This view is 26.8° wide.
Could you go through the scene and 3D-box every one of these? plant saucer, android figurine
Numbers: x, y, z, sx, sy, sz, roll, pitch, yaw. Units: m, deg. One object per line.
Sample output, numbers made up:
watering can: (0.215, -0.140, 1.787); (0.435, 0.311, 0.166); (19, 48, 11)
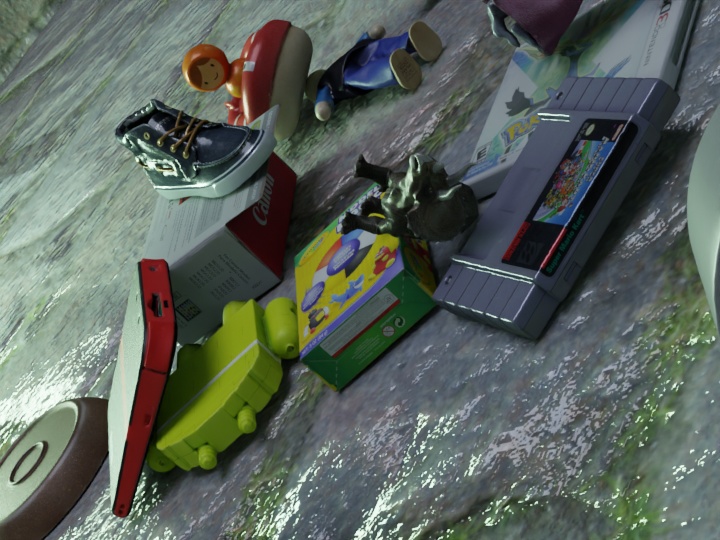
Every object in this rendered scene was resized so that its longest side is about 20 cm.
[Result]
plant saucer: (-0.321, 0.200, 1.502); (0.200, 0.034, 0.201); (-39, 24, 21)
android figurine: (-0.120, 0.100, 1.301); (0.182, 0.041, 0.200); (-43, 22, 9)

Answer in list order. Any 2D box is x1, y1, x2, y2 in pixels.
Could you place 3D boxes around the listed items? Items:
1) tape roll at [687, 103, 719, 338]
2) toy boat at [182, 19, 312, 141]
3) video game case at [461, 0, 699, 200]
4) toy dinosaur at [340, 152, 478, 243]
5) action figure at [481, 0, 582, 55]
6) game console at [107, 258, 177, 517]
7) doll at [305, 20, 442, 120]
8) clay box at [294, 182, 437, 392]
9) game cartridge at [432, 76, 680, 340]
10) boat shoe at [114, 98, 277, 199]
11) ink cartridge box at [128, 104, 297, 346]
tape roll: (0.244, -0.020, 0.648); (0.200, 0.200, 0.066); (-37, 24, 22)
toy boat: (-0.132, -0.213, 1.659); (0.200, 0.130, 0.132); (-175, 97, -74)
video game case: (0.180, -0.155, 1.214); (0.199, 0.022, 0.183); (-25, 31, 43)
toy dinosaur: (0.049, -0.049, 1.161); (0.200, 0.102, 0.078); (10, -83, -73)
action figure: (0.177, -0.271, 1.210); (0.201, 0.148, 0.134); (-54, 14, 19)
game console: (-0.197, 0.097, 1.346); (0.200, 0.031, 0.178); (-113, 34, -66)
doll: (-0.002, -0.206, 1.583); (0.199, 0.048, 0.137); (-5, 46, 58)
clay box: (0.000, 0.000, 1.241); (0.115, 0.048, 0.200); (-42, 24, 16)
game cartridge: (0.136, -0.050, 1.076); (0.201, 0.038, 0.129); (-58, 20, -8)
boat shoe: (-0.167, -0.122, 1.465); (0.200, 0.091, 0.071); (-8, 42, 53)
ink cartridge box: (-0.127, -0.048, 1.498); (0.175, 0.084, 0.201); (-35, 26, 24)
